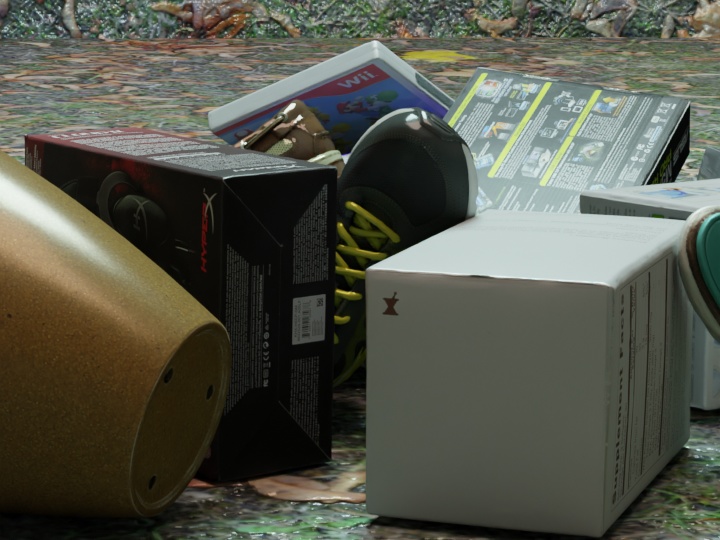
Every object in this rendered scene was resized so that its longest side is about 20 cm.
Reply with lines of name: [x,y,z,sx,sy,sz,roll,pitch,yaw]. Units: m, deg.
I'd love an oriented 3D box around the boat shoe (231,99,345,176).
boat shoe: [-0.111,-0.045,1.562,0.201,0.075,0.075,-26,-3,-6]

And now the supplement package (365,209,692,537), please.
supplement package: [0.086,0.043,1.172,0.116,0.118,0.200,4,10,19]

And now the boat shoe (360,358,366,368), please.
boat shoe: [0.018,0.030,1.383,0.062,0.072,0.200,-6,17,-21]

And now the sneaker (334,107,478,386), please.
sneaker: [-0.004,0.006,1.263,0.074,0.201,0.085,33,35,5]

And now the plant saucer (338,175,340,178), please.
plant saucer: [-0.026,-0.017,1.414,0.199,0.037,0.200,-25,10,5]

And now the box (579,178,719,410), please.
box: [0.228,0.007,1.388,0.199,0.113,0.101,-7,12,-39]

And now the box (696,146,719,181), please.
box: [0.352,-0.034,1.681,0.199,0.049,0.158,7,11,-28]

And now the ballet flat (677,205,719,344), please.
ballet flat: [0.223,0.036,1.228,0.199,0.070,0.069,31,0,-20]

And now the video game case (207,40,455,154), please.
video game case: [0.003,-0.095,1.762,0.142,0.018,0.200,-21,-29,25]

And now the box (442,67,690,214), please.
box: [0.118,-0.057,1.631,0.159,0.045,0.200,9,38,21]

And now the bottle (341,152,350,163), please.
bottle: [0.022,-0.046,1.699,0.065,0.084,0.199,9,18,40]

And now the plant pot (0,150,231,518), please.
plant pot: [-0.166,0.032,1.110,0.199,0.188,0.186,19,16,19]

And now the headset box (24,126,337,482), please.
headset box: [-0.101,0.010,1.247,0.077,0.150,0.199,-7,14,-40]
